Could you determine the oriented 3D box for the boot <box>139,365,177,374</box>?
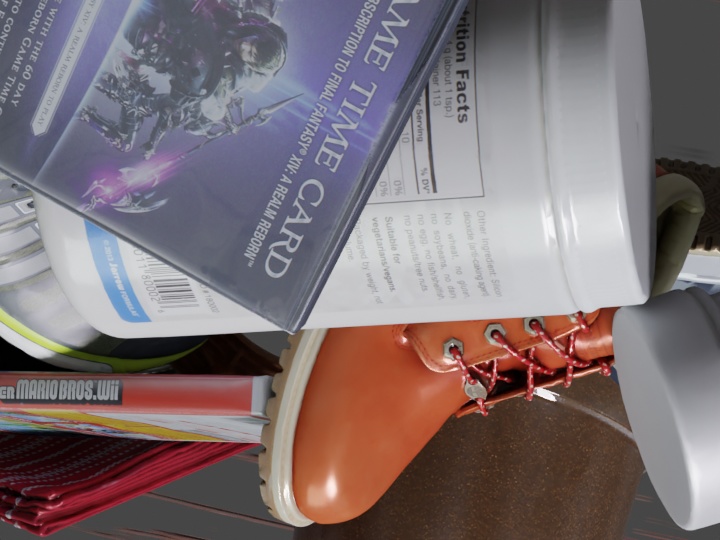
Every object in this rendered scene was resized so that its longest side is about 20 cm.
[{"bbox_3d":[-0.157,-0.005,1.035,0.200,0.069,0.174,22,160,-14],"label":"boot"}]

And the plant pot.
[{"bbox_3d":[0.051,0.126,0.990,0.200,0.199,0.200,13,162,4],"label":"plant pot"}]

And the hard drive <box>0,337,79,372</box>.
[{"bbox_3d":[-0.211,0.015,0.917,0.135,0.042,0.200,12,-178,-40],"label":"hard drive"}]

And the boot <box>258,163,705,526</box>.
[{"bbox_3d":[0.045,0.024,0.740,0.107,0.200,0.075,29,167,34],"label":"boot"}]

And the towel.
[{"bbox_3d":[-0.154,0.078,0.971,0.144,0.023,0.200,-19,-159,-40],"label":"towel"}]

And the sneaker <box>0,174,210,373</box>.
[{"bbox_3d":[-0.130,-0.024,0.754,0.200,0.074,0.081,27,138,-28],"label":"sneaker"}]

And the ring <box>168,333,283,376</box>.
[{"bbox_3d":[0.000,0.000,0.849,0.200,0.019,0.201,-3,129,-4],"label":"ring"}]

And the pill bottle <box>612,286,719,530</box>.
[{"bbox_3d":[0.196,0.025,0.690,0.199,0.111,0.111,-16,160,-5],"label":"pill bottle"}]

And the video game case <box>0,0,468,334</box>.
[{"bbox_3d":[-0.076,-0.088,0.609,0.200,0.143,0.019,29,-161,4],"label":"video game case"}]

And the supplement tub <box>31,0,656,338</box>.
[{"bbox_3d":[-0.003,-0.045,0.681,0.199,0.132,0.132,-4,156,13],"label":"supplement tub"}]

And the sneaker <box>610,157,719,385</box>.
[{"bbox_3d":[0.189,0.024,0.821,0.199,0.070,0.109,16,135,16],"label":"sneaker"}]

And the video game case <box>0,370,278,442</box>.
[{"bbox_3d":[-0.101,0.059,0.831,0.199,0.018,0.143,-1,170,22],"label":"video game case"}]
